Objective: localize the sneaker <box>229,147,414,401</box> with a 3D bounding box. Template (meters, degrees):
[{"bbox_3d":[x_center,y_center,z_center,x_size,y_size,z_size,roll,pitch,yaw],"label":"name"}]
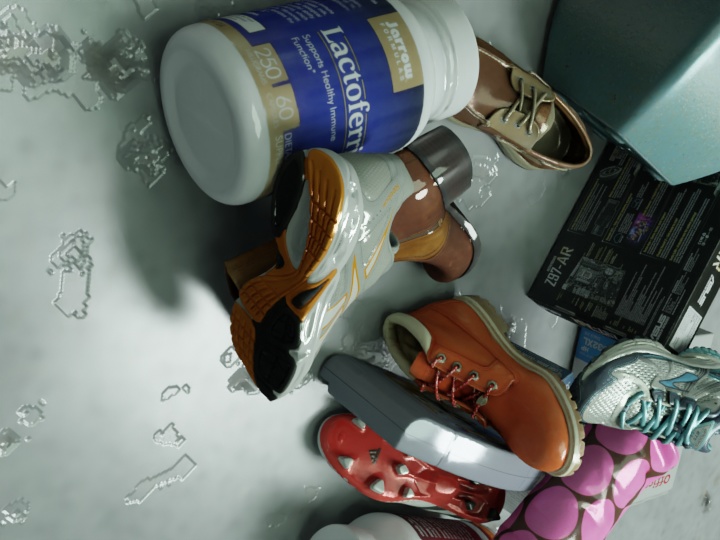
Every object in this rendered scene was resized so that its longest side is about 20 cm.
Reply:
[{"bbox_3d":[-0.019,0.007,0.578,0.092,0.076,0.200,-13,141,-40],"label":"sneaker"}]

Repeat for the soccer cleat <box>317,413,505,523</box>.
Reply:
[{"bbox_3d":[0.042,0.183,0.802,0.200,0.085,0.069,23,72,-21],"label":"soccer cleat"}]

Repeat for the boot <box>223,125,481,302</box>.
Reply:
[{"bbox_3d":[0.000,0.000,0.688,0.200,0.068,0.188,-35,159,-11],"label":"boot"}]

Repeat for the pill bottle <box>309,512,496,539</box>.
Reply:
[{"bbox_3d":[0.044,0.283,0.809,0.200,0.113,0.113,21,93,-42],"label":"pill bottle"}]

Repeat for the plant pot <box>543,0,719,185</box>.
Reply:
[{"bbox_3d":[0.284,-0.196,0.779,0.196,0.196,0.200,27,107,-43],"label":"plant pot"}]

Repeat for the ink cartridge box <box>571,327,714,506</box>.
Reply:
[{"bbox_3d":[0.305,0.156,0.998,0.145,0.084,0.200,-2,108,-40],"label":"ink cartridge box"}]

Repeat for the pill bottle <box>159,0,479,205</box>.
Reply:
[{"bbox_3d":[-0.022,-0.126,0.595,0.200,0.116,0.116,-24,121,-32],"label":"pill bottle"}]

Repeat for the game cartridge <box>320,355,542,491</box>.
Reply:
[{"bbox_3d":[0.071,0.137,0.761,0.200,0.133,0.042,27,89,-43],"label":"game cartridge"}]

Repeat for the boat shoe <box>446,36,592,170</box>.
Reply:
[{"bbox_3d":[0.133,-0.141,0.747,0.200,0.072,0.076,21,92,-43],"label":"boat shoe"}]

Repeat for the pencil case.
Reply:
[{"bbox_3d":[0.210,0.211,0.803,0.200,0.091,0.094,-44,93,-14],"label":"pencil case"}]

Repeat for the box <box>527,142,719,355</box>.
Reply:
[{"bbox_3d":[0.276,-0.029,0.851,0.044,0.160,0.200,32,85,-42],"label":"box"}]

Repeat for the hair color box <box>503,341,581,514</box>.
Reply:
[{"bbox_3d":[0.171,0.173,0.881,0.061,0.100,0.200,-34,125,-24],"label":"hair color box"}]

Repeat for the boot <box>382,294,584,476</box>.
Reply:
[{"bbox_3d":[0.097,0.098,0.734,0.107,0.200,0.075,-2,126,-34],"label":"boot"}]

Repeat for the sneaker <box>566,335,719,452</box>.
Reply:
[{"bbox_3d":[0.262,0.110,0.743,0.200,0.086,0.078,1,128,-30],"label":"sneaker"}]
